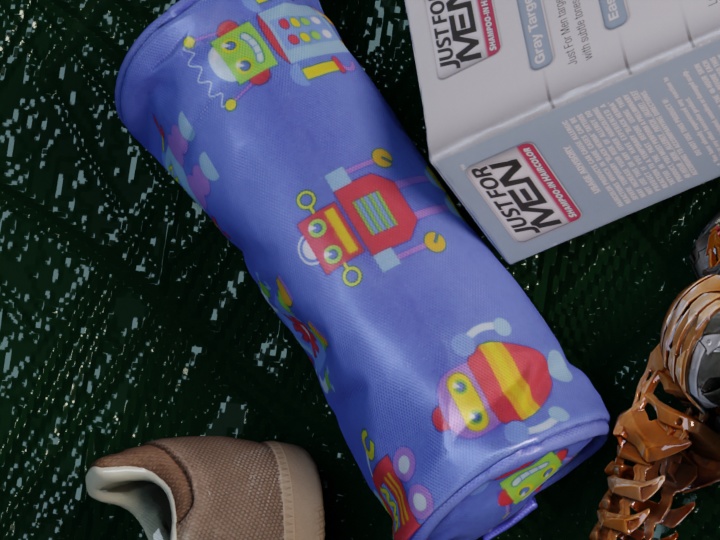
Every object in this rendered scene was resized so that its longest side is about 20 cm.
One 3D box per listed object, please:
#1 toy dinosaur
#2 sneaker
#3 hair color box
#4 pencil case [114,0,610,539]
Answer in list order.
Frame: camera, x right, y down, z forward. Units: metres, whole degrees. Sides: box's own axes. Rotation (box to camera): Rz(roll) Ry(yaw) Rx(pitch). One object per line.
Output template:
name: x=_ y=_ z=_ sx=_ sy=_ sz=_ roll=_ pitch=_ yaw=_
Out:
toy dinosaur: x=0.137 y=0.033 z=0.855 sx=0.136 sy=0.102 sz=0.201 roll=41 pitch=112 yaw=45
sneaker: x=-0.049 y=0.143 z=0.878 sx=0.075 sy=0.071 sz=0.201 roll=5 pitch=53 yaw=-14
hair color box: x=0.115 y=-0.091 z=0.867 sx=0.199 sy=0.061 sz=0.099 roll=-23 pitch=47 yaw=16
pencil case: x=0.000 y=0.000 z=0.904 sx=0.078 sy=0.087 sz=0.200 roll=-29 pitch=71 yaw=-12
